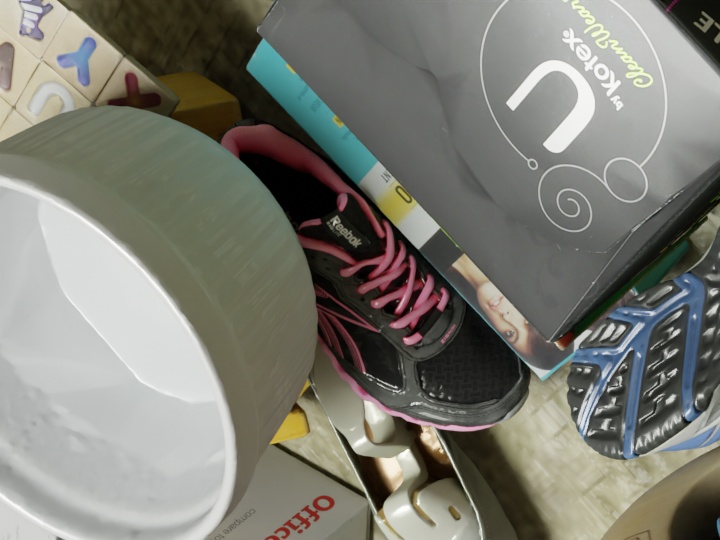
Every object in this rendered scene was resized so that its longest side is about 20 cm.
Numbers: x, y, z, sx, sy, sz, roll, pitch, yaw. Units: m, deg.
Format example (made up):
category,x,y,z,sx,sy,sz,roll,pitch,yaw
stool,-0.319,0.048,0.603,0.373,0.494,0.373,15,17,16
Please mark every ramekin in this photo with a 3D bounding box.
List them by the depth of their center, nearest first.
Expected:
category,x,y,z,sx,sy,sz,roll,pitch,yaw
ramekin,-0.113,0.021,0.738,0.199,0.105,0.201,18,128,24

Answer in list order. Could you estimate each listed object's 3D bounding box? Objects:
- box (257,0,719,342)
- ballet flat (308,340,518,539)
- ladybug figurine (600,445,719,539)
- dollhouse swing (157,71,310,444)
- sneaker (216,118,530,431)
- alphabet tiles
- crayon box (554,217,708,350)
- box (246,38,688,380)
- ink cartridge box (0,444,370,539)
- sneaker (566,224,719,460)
category,x,y,z,sx,sy,sz,roll,pitch,yaw
box,0.096,-0.101,0.540,0.149,0.200,0.124,48,138,8
ballet flat,0.019,0.100,0.825,0.067,0.064,0.201,-28,87,24
ladybug figurine,0.183,0.118,0.640,0.199,0.136,0.072,-21,117,16
dollhouse swing,-0.125,-0.018,0.929,0.180,0.176,0.201,-11,114,2
sneaker,0.000,0.000,0.760,0.200,0.079,0.095,39,167,5
alphabet tiles,-0.174,-0.049,0.809,0.166,0.006,0.200,40,125,-1
crayon box,0.065,-0.084,0.638,0.200,0.127,0.051,53,139,1
box,0.045,-0.051,0.721,0.200,0.049,0.082,46,138,2
ink cartridge box,-0.114,0.156,0.947,0.199,0.146,0.086,25,129,29
sneaker,0.174,0.010,0.645,0.200,0.077,0.076,-36,59,33
